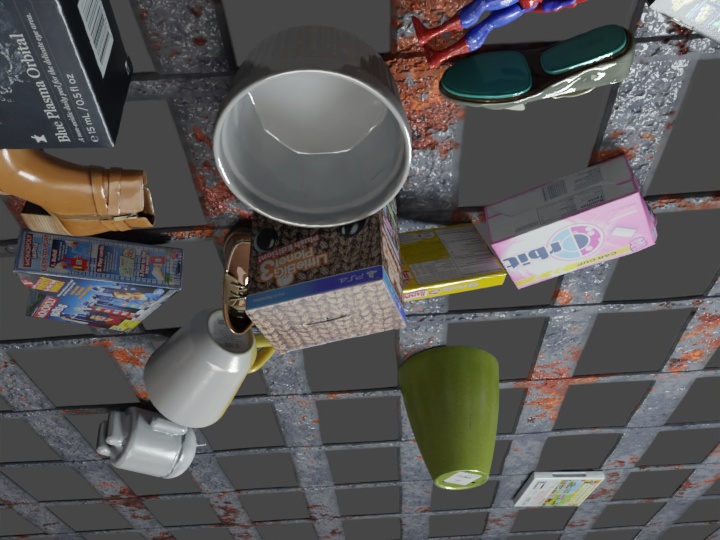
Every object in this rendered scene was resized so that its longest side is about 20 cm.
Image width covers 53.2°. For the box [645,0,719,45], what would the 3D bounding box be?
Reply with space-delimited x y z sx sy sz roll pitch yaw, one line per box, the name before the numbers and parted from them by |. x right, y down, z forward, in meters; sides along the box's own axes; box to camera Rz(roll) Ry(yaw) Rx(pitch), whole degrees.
box | 0.375 -0.293 0.633 0.156 0.047 0.200 14 141 -22

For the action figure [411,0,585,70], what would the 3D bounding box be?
action figure | 0.146 -0.256 0.667 0.197 0.052 0.066 -20 147 14

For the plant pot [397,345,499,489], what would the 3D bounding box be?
plant pot | 0.163 0.266 1.251 0.183 0.203 0.189 -2 144 -1

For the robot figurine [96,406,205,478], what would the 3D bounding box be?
robot figurine | -0.399 0.330 1.374 0.198 0.114 0.169 25 132 -33

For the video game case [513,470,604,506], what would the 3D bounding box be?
video game case | 0.499 0.555 1.822 0.178 0.023 0.201 1 143 -5

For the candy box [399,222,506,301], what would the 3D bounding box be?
candy box | 0.076 -0.009 0.911 0.196 0.103 0.027 -8 138 -18

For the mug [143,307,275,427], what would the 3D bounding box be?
mug | -0.229 0.129 1.122 0.149 0.187 0.153 41 124 -3

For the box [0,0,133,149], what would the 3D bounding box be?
box | -0.328 -0.215 0.632 0.196 0.119 0.198 -1 144 0

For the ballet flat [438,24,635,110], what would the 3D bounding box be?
ballet flat | 0.181 -0.195 0.739 0.196 0.068 0.064 -12 151 12

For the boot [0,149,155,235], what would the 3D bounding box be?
boot | -0.326 -0.107 0.821 0.151 0.075 0.201 0 156 -1

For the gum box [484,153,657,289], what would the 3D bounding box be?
gum box | 0.273 -0.060 0.926 0.197 0.067 0.114 -20 140 22

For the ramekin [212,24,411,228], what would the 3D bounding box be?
ramekin | -0.047 -0.151 0.737 0.196 0.106 0.202 -1 139 -1

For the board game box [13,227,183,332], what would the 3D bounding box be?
board game box | -0.371 0.012 0.966 0.197 0.063 0.199 15 150 -35

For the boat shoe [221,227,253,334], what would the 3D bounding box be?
boat shoe | -0.158 0.020 1.001 0.074 0.073 0.201 3 144 -8

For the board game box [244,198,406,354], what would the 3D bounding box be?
board game box | -0.039 -0.027 0.835 0.157 0.203 0.097 -13 142 13
